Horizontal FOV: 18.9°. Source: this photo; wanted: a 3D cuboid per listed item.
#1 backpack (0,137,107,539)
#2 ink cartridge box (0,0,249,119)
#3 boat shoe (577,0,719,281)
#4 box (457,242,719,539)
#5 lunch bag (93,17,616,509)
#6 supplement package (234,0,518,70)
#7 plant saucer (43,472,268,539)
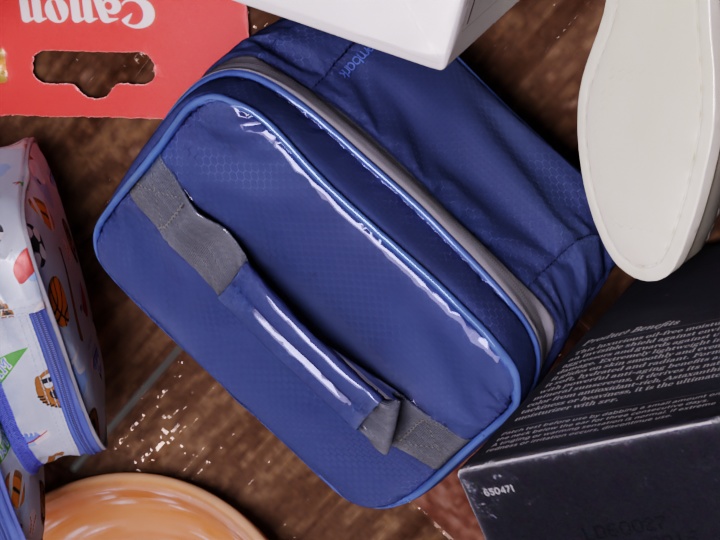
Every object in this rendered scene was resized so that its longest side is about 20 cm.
[{"bbox_3d":[-0.191,0.038,0.963,0.153,0.200,0.191,-5,114,0],"label":"backpack"},{"bbox_3d":[-0.133,-0.158,0.937,0.160,0.050,0.201,3,108,19],"label":"ink cartridge box"},{"bbox_3d":[0.128,-0.096,0.839,0.072,0.060,0.203,18,114,46],"label":"boat shoe"},{"bbox_3d":[0.159,0.110,0.838,0.123,0.198,0.201,-14,105,35],"label":"box"},{"bbox_3d":[0.000,0.000,0.881,0.200,0.132,0.136,43,136,0],"label":"lunch bag"},{"bbox_3d":[0.021,-0.163,0.792,0.109,0.200,0.114,20,114,11],"label":"supplement package"},{"bbox_3d":[-0.109,0.197,1.024,0.199,0.037,0.201,-5,76,19],"label":"plant saucer"}]
